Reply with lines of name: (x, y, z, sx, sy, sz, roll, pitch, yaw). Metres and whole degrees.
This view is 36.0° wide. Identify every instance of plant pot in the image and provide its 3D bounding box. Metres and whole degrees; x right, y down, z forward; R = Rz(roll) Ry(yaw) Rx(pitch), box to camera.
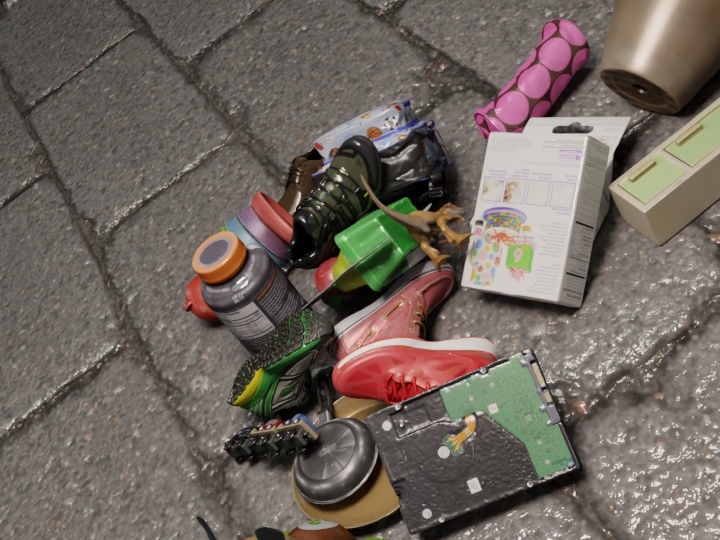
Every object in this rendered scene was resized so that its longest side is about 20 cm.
plant pot: (0.405, -0.307, 1.451, 0.200, 0.200, 0.174, 24, 84, 48)
plant pot: (0.010, 0.222, 1.317, 0.199, 0.028, 0.200, -20, 41, 18)

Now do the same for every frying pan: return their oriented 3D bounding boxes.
frying pan: (-0.026, 0.191, 1.335, 0.115, 0.031, 0.191, -11, 48, 28)

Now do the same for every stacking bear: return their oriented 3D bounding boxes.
stacking bear: (-0.176, -0.007, 1.626, 0.114, 0.121, 0.200, 44, 96, 11)

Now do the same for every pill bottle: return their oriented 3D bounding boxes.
pill bottle: (-0.142, 0.037, 1.478, 0.106, 0.200, 0.106, -20, 41, 19)

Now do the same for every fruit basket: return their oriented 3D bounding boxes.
fruit basket: (0.000, 0.000, 1.441, 0.200, 0.094, 0.185, -47, -5, 30)

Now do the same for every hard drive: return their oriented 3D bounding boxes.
hard drive: (0.121, 0.185, 1.202, 0.199, 0.038, 0.140, -25, 76, 13)

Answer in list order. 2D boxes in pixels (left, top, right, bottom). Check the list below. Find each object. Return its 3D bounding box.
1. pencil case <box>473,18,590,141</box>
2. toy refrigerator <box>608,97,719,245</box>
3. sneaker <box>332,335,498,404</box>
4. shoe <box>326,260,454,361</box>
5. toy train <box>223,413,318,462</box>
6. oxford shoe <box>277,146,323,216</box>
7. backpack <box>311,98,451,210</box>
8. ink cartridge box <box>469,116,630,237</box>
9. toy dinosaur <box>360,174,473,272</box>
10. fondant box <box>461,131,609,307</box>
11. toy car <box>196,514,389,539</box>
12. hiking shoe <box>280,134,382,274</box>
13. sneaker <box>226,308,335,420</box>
pencil case: (0.242, -0.263, 1.587, 0.200, 0.091, 0.094, -50, 40, -13)
toy refrigerator: (0.406, -0.129, 1.340, 0.200, 0.070, 0.076, -38, 39, -1)
sneaker: (0.070, 0.137, 1.273, 0.199, 0.079, 0.116, -10, 37, -1)
shoe: (0.060, 0.068, 1.393, 0.200, 0.072, 0.091, -34, 47, -20)
toy train: (-0.109, 0.207, 1.370, 0.200, 0.034, 0.046, -20, 26, 55)
oxford shoe: (-0.094, -0.133, 1.711, 0.073, 0.084, 0.200, 18, 64, 44)
backpack: (0.033, -0.151, 1.555, 0.199, 0.155, 0.190, -16, 1, 21)
ink cartridge box: (0.257, -0.115, 1.458, 0.162, 0.057, 0.200, 7, 51, 41)
toy dinosaur: (0.074, -0.055, 1.368, 0.106, 0.200, 0.060, 44, 110, 27)
fondant box: (0.213, -0.065, 1.358, 0.144, 0.058, 0.201, 9, 86, 42)
toy car: (-0.084, 0.306, 1.162, 0.164, 0.200, 0.158, -5, 48, 33)
hiking shoe: (-0.037, -0.080, 1.435, 0.076, 0.200, 0.101, 30, 24, 14)
sneaker: (-0.087, 0.120, 1.403, 0.200, 0.085, 0.078, -45, 24, 41)
